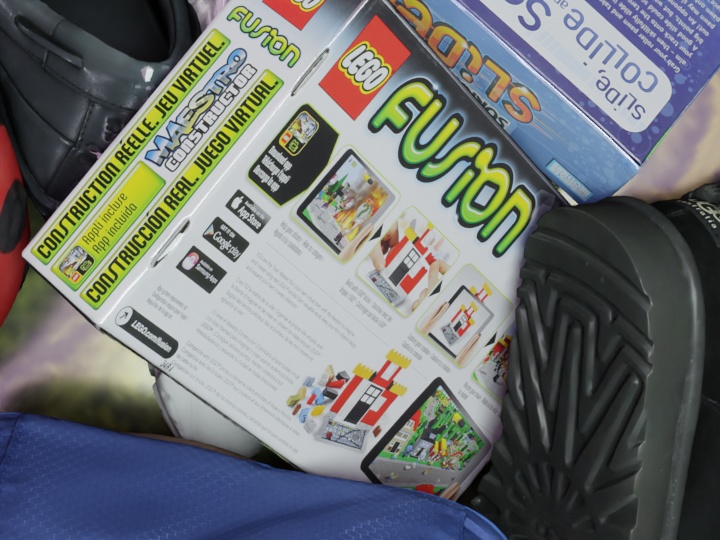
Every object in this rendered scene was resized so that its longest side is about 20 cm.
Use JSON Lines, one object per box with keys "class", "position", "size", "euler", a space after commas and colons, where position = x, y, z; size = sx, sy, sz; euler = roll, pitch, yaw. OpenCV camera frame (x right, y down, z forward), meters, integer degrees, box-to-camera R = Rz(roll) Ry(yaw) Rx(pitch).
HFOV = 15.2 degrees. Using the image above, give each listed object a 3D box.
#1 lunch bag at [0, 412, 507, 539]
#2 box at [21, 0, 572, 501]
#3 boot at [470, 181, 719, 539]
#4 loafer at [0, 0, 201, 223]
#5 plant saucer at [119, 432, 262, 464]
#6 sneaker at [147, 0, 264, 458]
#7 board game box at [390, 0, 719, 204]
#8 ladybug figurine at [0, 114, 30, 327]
{"class": "lunch bag", "position": [-0.057, 0.132, 0.709], "size": [0.199, 0.132, 0.136], "euler": [10, 115, -3]}
{"class": "box", "position": [0.000, 0.000, 0.747], "size": [0.035, 0.200, 0.110], "euler": [38, 88, 33]}
{"class": "boot", "position": [0.119, 0.059, 0.805], "size": [0.157, 0.079, 0.212], "euler": [-12, 127, -33]}
{"class": "loafer", "position": [-0.088, -0.098, 0.756], "size": [0.068, 0.071, 0.201], "euler": [-7, 49, -25]}
{"class": "plant saucer", "position": [-0.071, 0.141, 0.803], "size": [0.199, 0.029, 0.201], "euler": [0, 104, -1]}
{"class": "sneaker", "position": [-0.016, -0.039, 0.801], "size": [0.099, 0.078, 0.201], "euler": [5, 91, -6]}
{"class": "board game box", "position": [0.034, -0.131, 0.789], "size": [0.200, 0.034, 0.135], "euler": [42, 59, -1]}
{"class": "ladybug figurine", "position": [-0.135, -0.025, 0.736], "size": [0.072, 0.200, 0.136], "euler": [-22, 98, -12]}
